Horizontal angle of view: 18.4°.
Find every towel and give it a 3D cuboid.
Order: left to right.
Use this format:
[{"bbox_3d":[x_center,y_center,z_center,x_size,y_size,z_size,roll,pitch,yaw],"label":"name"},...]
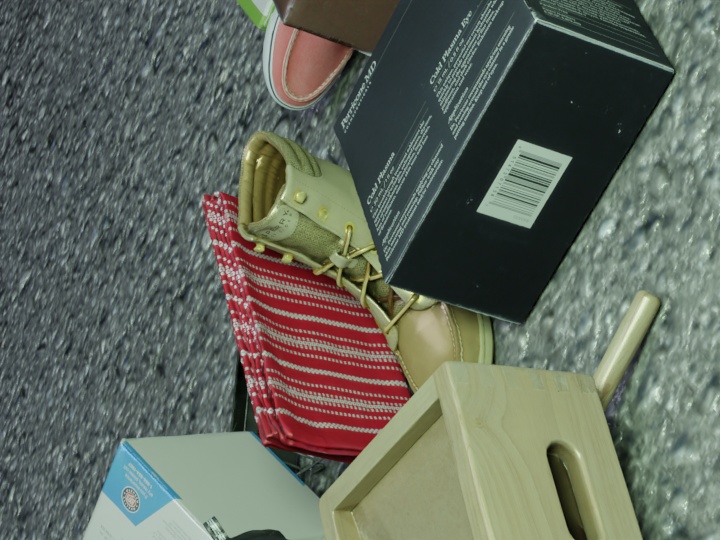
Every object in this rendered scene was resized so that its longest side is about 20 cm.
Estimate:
[{"bbox_3d":[-0.026,0.042,1.454,0.022,0.144,0.201,-41,51,32],"label":"towel"}]

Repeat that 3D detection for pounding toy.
[{"bbox_3d":[0.087,0.136,1.228,0.184,0.141,0.201,-50,43,44],"label":"pounding toy"}]

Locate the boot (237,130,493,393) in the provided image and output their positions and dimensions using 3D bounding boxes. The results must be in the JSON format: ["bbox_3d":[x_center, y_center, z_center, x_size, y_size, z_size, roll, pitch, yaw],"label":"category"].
[{"bbox_3d":[0.000,0.000,1.435,0.073,0.155,0.201,-45,40,29],"label":"boot"}]

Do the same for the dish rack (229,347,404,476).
[{"bbox_3d":[-0.027,0.062,1.594,0.200,0.054,0.155,-37,43,53],"label":"dish rack"}]

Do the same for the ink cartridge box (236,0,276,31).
[{"bbox_3d":[-0.031,-0.296,1.810,0.201,0.075,0.148,-66,24,15],"label":"ink cartridge box"}]

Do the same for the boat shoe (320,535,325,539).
[{"bbox_3d":[0.008,0.163,1.394,0.202,0.064,0.075,-51,30,17],"label":"boat shoe"}]

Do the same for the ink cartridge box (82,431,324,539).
[{"bbox_3d":[-0.119,0.232,1.543,0.128,0.125,0.201,41,118,36],"label":"ink cartridge box"}]

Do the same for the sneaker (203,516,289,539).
[{"bbox_3d":[-0.028,0.225,1.336,0.075,0.201,0.114,-39,32,-11],"label":"sneaker"}]

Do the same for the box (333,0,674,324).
[{"bbox_3d":[0.083,-0.107,1.394,0.201,0.103,0.183,-60,28,28],"label":"box"}]

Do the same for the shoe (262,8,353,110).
[{"bbox_3d":[-0.013,-0.208,1.716,0.201,0.071,0.091,-64,21,13],"label":"shoe"}]

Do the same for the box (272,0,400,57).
[{"bbox_3d":[0.041,-0.262,1.511,0.201,0.165,0.165,-62,27,23],"label":"box"}]
